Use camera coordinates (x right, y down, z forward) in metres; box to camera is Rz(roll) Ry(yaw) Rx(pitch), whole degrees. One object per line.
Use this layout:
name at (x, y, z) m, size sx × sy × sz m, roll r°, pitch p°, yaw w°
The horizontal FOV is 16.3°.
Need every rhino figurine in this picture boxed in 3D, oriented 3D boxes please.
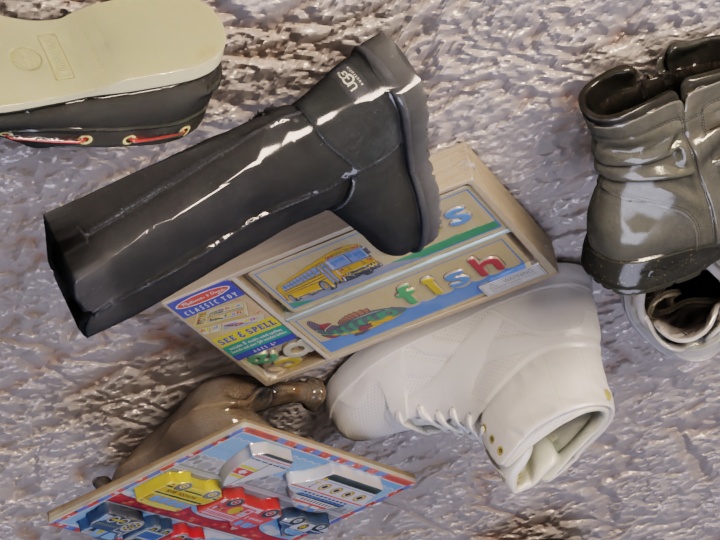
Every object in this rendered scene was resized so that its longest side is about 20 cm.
rhino figurine at (-0.108, 0.124, 1.581) m, size 0.087 × 0.060 × 0.200 m, roll 8°, pitch 146°, yaw -37°

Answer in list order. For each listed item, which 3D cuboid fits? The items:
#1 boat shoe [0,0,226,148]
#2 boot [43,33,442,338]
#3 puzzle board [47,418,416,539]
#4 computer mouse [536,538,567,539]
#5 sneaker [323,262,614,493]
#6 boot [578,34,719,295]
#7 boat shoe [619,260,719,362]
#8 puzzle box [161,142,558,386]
boat shoe at (-0.164, -0.087, 1.192) m, size 0.200 × 0.074 × 0.063 m, roll -6°, pitch 142°, yaw -19°
boot at (-0.059, -0.020, 1.276) m, size 0.199 × 0.066 × 0.165 m, roll -33°, pitch 148°, yaw -14°
puzzle board at (-0.075, 0.144, 1.551) m, size 0.150 × 0.018 × 0.200 m, roll -26°, pitch 155°, yaw 24°
computer mouse at (0.126, 0.236, 1.863) m, size 0.137 × 0.053 × 0.200 m, roll -12°, pitch 162°, yaw -3°
sneaker at (0.063, 0.087, 1.521) m, size 0.199 × 0.116 × 0.073 m, roll -29°, pitch 147°, yaw 30°
boot at (0.207, -0.069, 1.352) m, size 0.199 × 0.068 × 0.131 m, roll -18°, pitch 133°, yaw -21°
boat shoe at (0.192, 0.016, 1.492) m, size 0.071 × 0.066 × 0.200 m, roll -14°, pitch 149°, yaw 4°
puzzle box at (0.000, 0.000, 1.442) m, size 0.199 × 0.026 × 0.133 m, roll -22°, pitch 147°, yaw 18°
